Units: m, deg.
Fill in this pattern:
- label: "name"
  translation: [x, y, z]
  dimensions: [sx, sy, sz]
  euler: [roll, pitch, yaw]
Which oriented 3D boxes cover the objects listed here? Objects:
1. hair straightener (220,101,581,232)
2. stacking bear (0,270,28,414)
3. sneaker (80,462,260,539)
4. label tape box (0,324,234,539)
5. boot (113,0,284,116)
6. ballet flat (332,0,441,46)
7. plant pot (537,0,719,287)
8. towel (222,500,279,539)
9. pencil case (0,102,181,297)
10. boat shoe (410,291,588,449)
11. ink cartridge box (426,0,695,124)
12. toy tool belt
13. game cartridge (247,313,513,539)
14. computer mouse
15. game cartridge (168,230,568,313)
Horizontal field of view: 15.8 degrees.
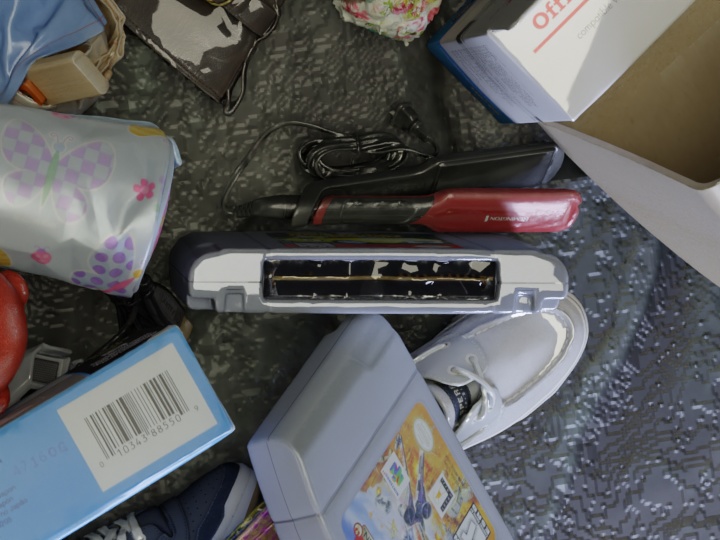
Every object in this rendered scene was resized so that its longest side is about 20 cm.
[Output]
- label: "hair straightener"
  translation: [0.019, -0.054, 1.438]
  dimensions: [0.199, 0.041, 0.077]
  euler: [-5, 54, -12]
- label: "stacking bear"
  translation: [-0.251, 0.016, 1.229]
  dimensions: [0.199, 0.113, 0.122]
  euler: [16, 70, -33]
- label: "sneaker"
  translation: [-0.150, 0.161, 1.403]
  dimensions: [0.108, 0.070, 0.200]
  euler: [41, 88, -11]
- label: "label tape box"
  translation: [-0.154, 0.090, 1.327]
  dimensions: [0.143, 0.200, 0.066]
  euler: [-31, 96, -13]
- label: "boot"
  translation: [-0.092, -0.205, 1.399]
  dimensions: [0.200, 0.069, 0.174]
  euler: [45, 96, 3]
- label: "ballet flat"
  translation: [0.060, -0.209, 1.433]
  dimensions: [0.200, 0.076, 0.064]
  euler: [-49, 130, 0]
- label: "plant pot"
  translation: [0.250, -0.065, 1.405]
  dimensions: [0.200, 0.200, 0.177]
  euler: [-41, 116, -9]
- label: "towel"
  translation: [-0.051, 0.185, 1.399]
  dimensions: [0.200, 0.023, 0.144]
  euler: [-46, 139, 2]
- label: "pencil case"
  translation: [-0.192, -0.050, 1.291]
  dimensions: [0.199, 0.083, 0.091]
  euler: [15, 64, -12]
- label: "boat shoe"
  translation: [0.042, 0.071, 1.433]
  dimensions: [0.199, 0.069, 0.072]
  euler: [-25, 97, -8]
- label: "ink cartridge box"
  translation: [0.115, -0.139, 1.369]
  dimensions: [0.116, 0.200, 0.068]
  euler: [-45, 99, -5]
- label: "toy tool belt"
  translation: [-0.210, -0.154, 1.344]
  dimensions: [0.200, 0.123, 0.125]
  euler: [45, 74, -5]
- label: "game cartridge"
  translation: [0.019, 0.138, 1.349]
  dimensions: [0.041, 0.133, 0.201]
  euler: [-15, 116, 32]
- label: "computer mouse"
  translation: [-0.185, 0.066, 1.392]
  dimensions: [0.200, 0.110, 0.044]
  euler: [-41, 57, 0]
- label: "game cartridge"
  translation: [0.000, 0.000, 1.389]
  dimensions: [0.199, 0.133, 0.041]
  euler: [0, 91, -10]
